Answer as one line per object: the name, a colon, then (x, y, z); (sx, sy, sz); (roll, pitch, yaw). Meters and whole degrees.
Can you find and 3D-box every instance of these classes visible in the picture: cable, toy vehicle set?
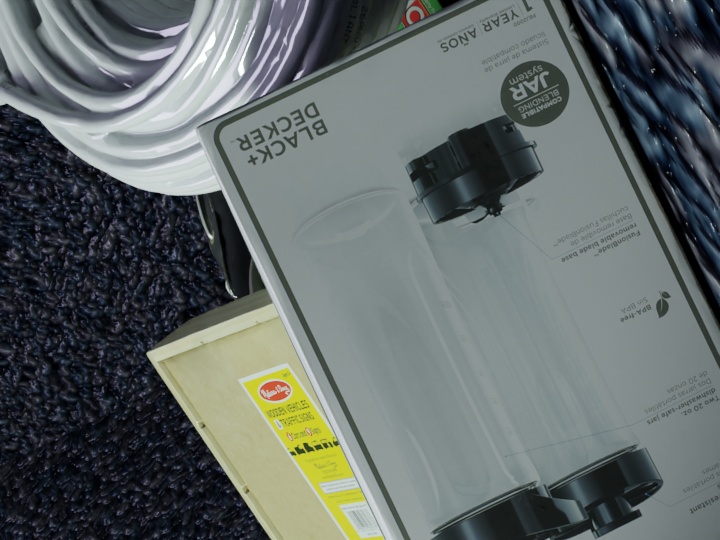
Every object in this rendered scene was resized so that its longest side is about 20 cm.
cable: (-0.062, -0.125, 0.696); (0.200, 0.069, 0.200); (38, 124, 34)
toy vehicle set: (-0.011, 0.065, 0.806); (0.124, 0.026, 0.200); (57, 155, -6)

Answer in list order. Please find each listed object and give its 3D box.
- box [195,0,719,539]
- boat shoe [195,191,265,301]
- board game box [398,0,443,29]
box: (0.044, 0.026, 0.610); (0.200, 0.116, 0.060); (63, 177, 0)
boat shoe: (-0.036, -0.010, 0.959); (0.068, 0.072, 0.201); (-50, 51, 53)
board game box: (-0.029, -0.090, 0.816); (0.135, 0.029, 0.200); (54, 157, -17)
